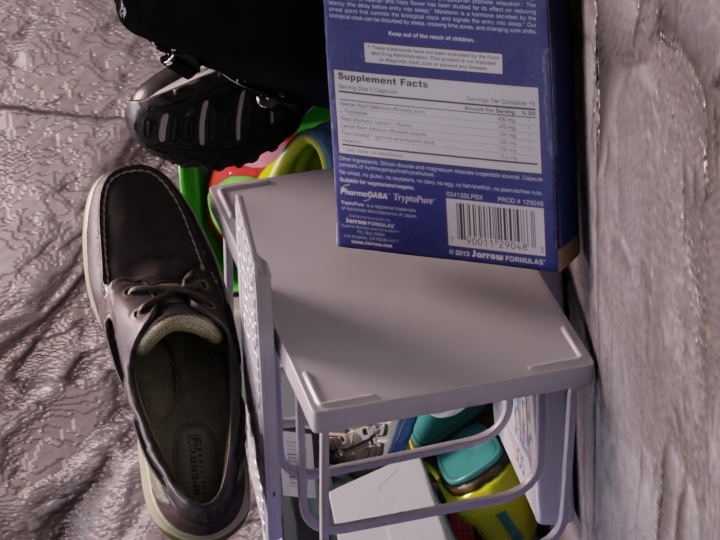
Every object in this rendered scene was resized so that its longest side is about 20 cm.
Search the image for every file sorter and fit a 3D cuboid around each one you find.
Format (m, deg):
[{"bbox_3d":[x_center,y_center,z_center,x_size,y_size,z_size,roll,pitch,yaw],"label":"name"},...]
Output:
[{"bbox_3d":[0.016,0.050,1.407,0.200,0.139,0.125,-118,22,-52],"label":"file sorter"}]

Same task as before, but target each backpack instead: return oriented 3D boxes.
[{"bbox_3d":[-0.074,-0.187,1.432,0.200,0.163,0.154,41,108,55],"label":"backpack"}]

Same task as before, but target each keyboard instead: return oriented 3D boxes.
[{"bbox_3d":[-0.052,0.053,1.376,0.200,0.011,0.056,90,163,-44],"label":"keyboard"}]

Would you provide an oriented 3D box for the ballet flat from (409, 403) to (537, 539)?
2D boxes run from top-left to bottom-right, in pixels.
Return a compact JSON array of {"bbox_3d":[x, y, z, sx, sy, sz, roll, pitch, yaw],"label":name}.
[{"bbox_3d":[0.071,0.112,1.664,0.067,0.067,0.200,54,-174,-18],"label":"ballet flat"}]

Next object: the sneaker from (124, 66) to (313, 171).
[{"bbox_3d":[-0.054,-0.118,1.512,0.079,0.200,0.074,37,139,26],"label":"sneaker"}]

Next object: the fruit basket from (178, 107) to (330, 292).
[{"bbox_3d":[-0.023,-0.050,1.781,0.216,0.215,0.156,104,161,-81],"label":"fruit basket"}]

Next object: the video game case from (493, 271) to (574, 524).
[{"bbox_3d":[0.087,0.014,1.497,0.182,0.024,0.200,-108,14,-76],"label":"video game case"}]

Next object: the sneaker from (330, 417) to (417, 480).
[{"bbox_3d":[0.041,0.039,1.676,0.078,0.089,0.200,-4,60,48],"label":"sneaker"}]

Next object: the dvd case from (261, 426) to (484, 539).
[{"bbox_3d":[0.022,0.172,1.686,0.022,0.200,0.146,-22,67,42],"label":"dvd case"}]

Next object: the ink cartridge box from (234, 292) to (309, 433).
[{"bbox_3d":[-0.015,0.052,1.826,0.148,0.200,0.086,-119,25,-82],"label":"ink cartridge box"}]

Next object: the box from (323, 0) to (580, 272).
[{"bbox_3d":[0.041,-0.102,1.310,0.032,0.121,0.200,-39,-49,-55],"label":"box"}]

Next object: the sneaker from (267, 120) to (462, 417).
[{"bbox_3d":[0.000,0.000,1.539,0.080,0.130,0.200,21,123,52],"label":"sneaker"}]

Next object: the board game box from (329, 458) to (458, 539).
[{"bbox_3d":[0.052,0.223,1.574,0.148,0.064,0.200,-104,-11,-74],"label":"board game box"}]

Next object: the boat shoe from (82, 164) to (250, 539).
[{"bbox_3d":[-0.092,0.035,1.394,0.066,0.072,0.201,123,136,-70],"label":"boat shoe"}]
